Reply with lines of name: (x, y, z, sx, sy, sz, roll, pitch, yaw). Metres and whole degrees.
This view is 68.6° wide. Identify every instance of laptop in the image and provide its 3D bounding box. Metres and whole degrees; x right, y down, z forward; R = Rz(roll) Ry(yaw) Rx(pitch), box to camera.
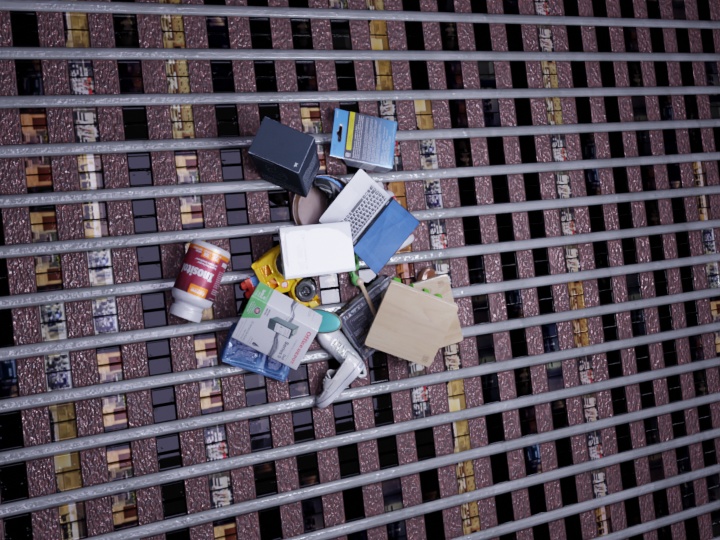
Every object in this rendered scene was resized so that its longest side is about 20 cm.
laptop: (0.021, -0.136, 1.450, 0.199, 0.116, 0.188, 38, 97, -22)

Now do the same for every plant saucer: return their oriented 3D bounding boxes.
plant saucer: (-0.105, -0.178, 1.555, 0.196, 0.034, 0.205, 1, 87, -17)

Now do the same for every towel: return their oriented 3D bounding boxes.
towel: (-0.284, 0.228, 1.473, 0.197, 0.048, 0.114, 21, 80, -14)

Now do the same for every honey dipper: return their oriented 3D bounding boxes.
honey dipper: (0.035, 0.112, 1.512, 0.038, 0.038, 0.203, -29, 102, -16)

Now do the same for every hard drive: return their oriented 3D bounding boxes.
hard drive: (-0.115, -0.055, 1.406, 0.196, 0.027, 0.135, -7, 90, -22)

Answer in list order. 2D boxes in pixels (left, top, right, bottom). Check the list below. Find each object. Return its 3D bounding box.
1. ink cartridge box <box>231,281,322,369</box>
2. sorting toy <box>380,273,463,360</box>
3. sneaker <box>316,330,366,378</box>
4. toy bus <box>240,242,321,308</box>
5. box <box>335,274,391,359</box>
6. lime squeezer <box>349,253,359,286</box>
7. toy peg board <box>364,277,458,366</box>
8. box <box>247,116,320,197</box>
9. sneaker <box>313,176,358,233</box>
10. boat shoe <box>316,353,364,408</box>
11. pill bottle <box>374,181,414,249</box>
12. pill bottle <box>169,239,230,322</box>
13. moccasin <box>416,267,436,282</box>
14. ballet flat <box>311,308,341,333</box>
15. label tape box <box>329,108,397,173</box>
ink cartridge box: (-0.219, 0.149, 1.407, 0.197, 0.084, 0.147, 28, 113, -7)
sorting toy: (0.174, 0.129, 1.527, 0.196, 0.070, 0.203, -16, 100, -2)
sneaker: (-0.048, 0.233, 1.526, 0.070, 0.080, 0.201, -44, 98, -12)
toy bus: (-0.225, 0.039, 1.467, 0.190, 0.136, 0.203, -29, 98, -2)
box: (0.041, 0.136, 1.559, 0.199, 0.048, 0.160, -38, 109, -15)
lime squeezer: (0.000, 0.000, 1.574, 0.069, 0.038, 0.204, -12, 89, -17)
toy peg board: (0.136, 0.130, 1.455, 0.196, 0.098, 0.202, 20, 113, -6)
box: (-0.201, -0.301, 1.431, 0.146, 0.200, 0.109, 23, 81, 4)
sneaker: (-0.068, -0.184, 1.513, 0.082, 0.071, 0.201, -41, 101, -21)
boat shoe: (-0.073, 0.310, 1.482, 0.066, 0.072, 0.200, 40, 120, -3)
pill bottle: (0.072, -0.155, 1.565, 0.111, 0.112, 0.203, -27, 95, -16)
pill bottle: (-0.432, 0.030, 1.407, 0.111, 0.113, 0.204, 21, 82, -14)
moccasin: (0.195, 0.092, 1.604, 0.072, 0.078, 0.205, 18, 82, -14)
ballet flat: (-0.151, 0.145, 1.498, 0.195, 0.071, 0.072, 0, 87, -4)
label tape box: (0.004, -0.387, 1.583, 0.196, 0.063, 0.148, 8, 85, -16)
